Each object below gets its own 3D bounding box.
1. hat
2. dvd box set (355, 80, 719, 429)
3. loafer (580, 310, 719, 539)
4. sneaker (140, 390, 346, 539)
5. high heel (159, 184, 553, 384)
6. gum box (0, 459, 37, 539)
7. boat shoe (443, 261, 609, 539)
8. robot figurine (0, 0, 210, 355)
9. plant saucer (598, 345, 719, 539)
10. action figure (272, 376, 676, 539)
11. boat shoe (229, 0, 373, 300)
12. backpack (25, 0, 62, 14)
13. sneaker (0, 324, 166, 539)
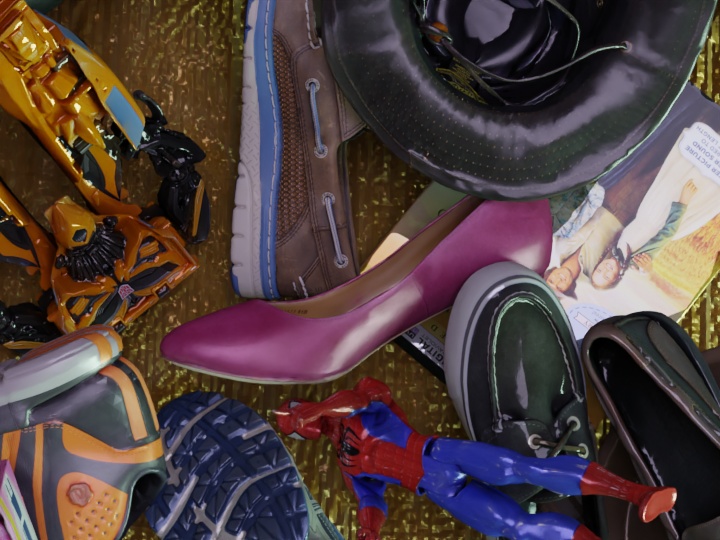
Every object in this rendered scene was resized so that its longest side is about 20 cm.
[{"bbox_3d":[0.077,-0.138,1.321,0.199,0.081,0.202,0,99,0],"label":"hat"},{"bbox_3d":[0.105,-0.019,1.394,0.146,0.029,0.200,40,79,1],"label":"dvd box set"},{"bbox_3d":[0.165,0.108,1.313,0.072,0.063,0.201,-39,71,20],"label":"loafer"},{"bbox_3d":[-0.037,0.145,1.331,0.077,0.085,0.200,-38,66,-6],"label":"sneaker"},{"bbox_3d":[0.000,0.000,1.309,0.198,0.067,0.097,-3,103,-16],"label":"high heel"},{"bbox_3d":[-0.157,0.185,1.213,0.066,0.113,0.201,-19,97,-4],"label":"gum box"},{"bbox_3d":[0.089,0.094,1.321,0.068,0.057,0.201,-18,113,-20],"label":"boat shoe"},{"bbox_3d":[-0.150,-0.037,1.296,0.145,0.058,0.200,-39,130,-2],"label":"robot figurine"},{"bbox_3d":[0.203,0.134,1.344,0.199,0.029,0.202,-1,87,25],"label":"plant saucer"},{"bbox_3d":[0.034,0.101,1.264,0.199,0.099,0.066,19,112,28],"label":"action figure"},{"bbox_3d":[-0.021,-0.085,1.352,0.072,0.072,0.202,5,100,5],"label":"boat shoe"},{"bbox_3d":[-0.188,-0.189,1.298,0.199,0.178,0.151,-33,71,-1],"label":"backpack"},{"bbox_3d":[-0.183,0.112,1.296,0.199,0.078,0.113,-22,97,14],"label":"sneaker"}]
